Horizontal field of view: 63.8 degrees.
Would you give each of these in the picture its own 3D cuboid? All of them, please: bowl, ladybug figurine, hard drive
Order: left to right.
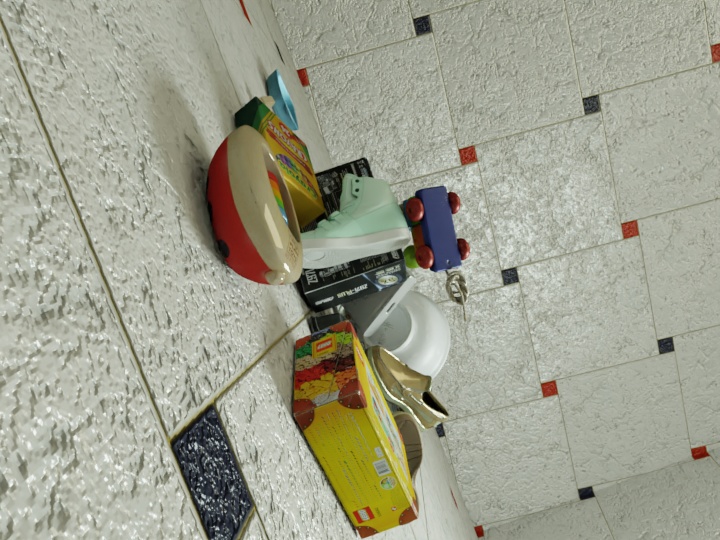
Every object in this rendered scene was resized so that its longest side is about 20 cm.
[{"bbox_3d":[-0.112,-0.063,0.600,0.136,0.071,0.201,65,6,-50],"label":"ladybug figurine"},{"bbox_3d":[0.000,0.000,1.019,0.026,0.132,0.200,20,24,-47],"label":"hard drive"},{"bbox_3d":[0.055,0.112,1.030,0.090,0.199,0.203,54,15,-60],"label":"bowl"}]

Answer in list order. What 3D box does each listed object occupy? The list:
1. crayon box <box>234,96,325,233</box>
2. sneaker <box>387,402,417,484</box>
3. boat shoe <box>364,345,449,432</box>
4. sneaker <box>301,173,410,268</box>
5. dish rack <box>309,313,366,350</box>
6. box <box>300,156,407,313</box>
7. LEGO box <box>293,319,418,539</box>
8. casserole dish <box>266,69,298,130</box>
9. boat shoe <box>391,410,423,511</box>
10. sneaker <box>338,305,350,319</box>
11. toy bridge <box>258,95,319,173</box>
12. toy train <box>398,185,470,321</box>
[{"bbox_3d":[-0.119,-0.151,0.860,0.127,0.051,0.201,38,26,-46],"label":"crayon box"},{"bbox_3d":[0.064,0.297,1.004,0.075,0.086,0.202,-97,166,-77],"label":"sneaker"},{"bbox_3d":[0.081,0.184,0.937,0.200,0.076,0.072,51,28,-34],"label":"boat shoe"},{"bbox_3d":[-0.036,-0.075,0.840,0.074,0.198,0.119,119,-43,-64],"label":"sneaker"},{"bbox_3d":[-0.013,0.166,0.902,0.153,0.054,0.202,47,24,-75],"label":"dish rack"},{"bbox_3d":[-0.032,-0.058,0.934,0.086,0.162,0.202,74,-4,-65],"label":"box"},{"bbox_3d":[-0.007,0.188,0.698,0.149,0.076,0.202,-102,170,-66],"label":"LEGO box"},{"bbox_3d":[-0.198,-0.423,1.450,0.201,0.038,0.122,-104,172,-50],"label":"casserole dish"},{"bbox_3d":[0.056,0.294,0.887,0.065,0.071,0.202,-118,-158,-65],"label":"boat shoe"},{"bbox_3d":[0.009,0.153,1.148,0.201,0.076,0.081,63,9,16],"label":"sneaker"},{"bbox_3d":[-0.149,-0.247,1.103,0.201,0.027,0.067,57,37,4],"label":"toy bridge"},{"bbox_3d":[0.105,-0.019,0.889,0.115,0.084,0.202,-10,-89,64],"label":"toy train"}]
